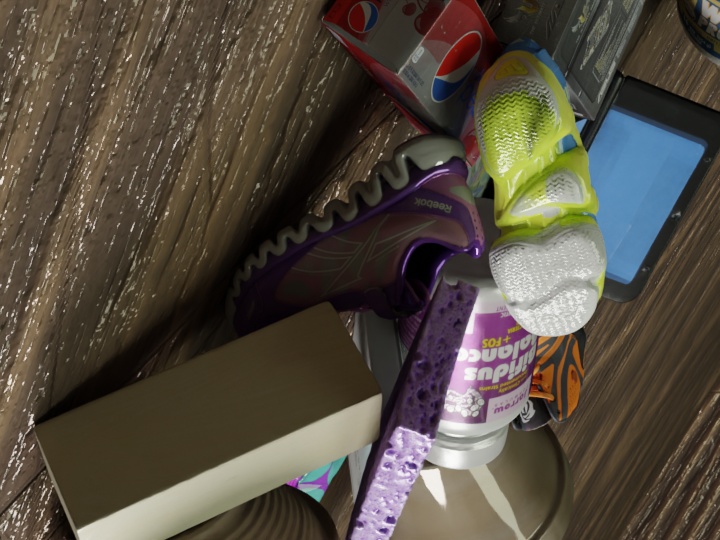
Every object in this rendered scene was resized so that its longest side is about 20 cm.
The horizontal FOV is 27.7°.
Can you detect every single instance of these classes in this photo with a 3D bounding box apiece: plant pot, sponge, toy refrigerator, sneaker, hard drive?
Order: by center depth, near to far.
[{"bbox_3d":[-0.091,0.102,0.897,0.198,0.076,0.070,-24,149,-16],"label":"toy refrigerator"},{"bbox_3d":[0.120,-0.059,0.942,0.106,0.075,0.202,-75,159,-52],"label":"sneaker"},{"bbox_3d":[0.029,0.104,0.946,0.201,0.029,0.112,109,0,-54],"label":"sponge"},{"bbox_3d":[0.000,0.000,0.946,0.199,0.089,0.080,-35,163,19],"label":"sneaker"},{"bbox_3d":[-0.114,0.182,0.953,0.200,0.199,0.094,-37,125,-37],"label":"plant pot"},{"bbox_3d":[0.010,0.113,1.169,0.026,0.133,0.201,-3,143,-7],"label":"hard drive"},{"bbox_3d":[0.134,0.079,1.253,0.198,0.077,0.114,8,75,-42],"label":"sneaker"},{"bbox_3d":[0.085,0.174,1.348,0.200,0.199,0.174,-47,142,-14],"label":"plant pot"}]

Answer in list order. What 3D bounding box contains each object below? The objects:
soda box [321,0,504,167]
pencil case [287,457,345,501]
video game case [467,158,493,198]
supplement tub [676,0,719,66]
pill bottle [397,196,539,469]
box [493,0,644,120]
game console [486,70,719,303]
[{"bbox_3d":[0.046,-0.135,0.927,0.070,0.063,0.200,-54,160,0],"label":"soda box"},{"bbox_3d":[-0.075,0.181,1.125,0.201,0.084,0.093,-61,-164,16],"label":"pencil case"},{"bbox_3d":[0.085,-0.052,1.193,0.200,0.022,0.183,-43,156,-26],"label":"video game case"},{"bbox_3d":[0.338,-0.271,1.219,0.145,0.144,0.200,-50,158,-9],"label":"supplement tub"},{"bbox_3d":[0.082,0.054,1.124,0.112,0.112,0.202,-36,142,-38],"label":"pill bottle"},{"bbox_3d":[0.168,-0.221,1.019,0.202,0.048,0.158,-67,158,0],"label":"box"},{"bbox_3d":[0.192,-0.058,1.222,0.175,0.116,0.202,-24,143,-53],"label":"game console"}]
